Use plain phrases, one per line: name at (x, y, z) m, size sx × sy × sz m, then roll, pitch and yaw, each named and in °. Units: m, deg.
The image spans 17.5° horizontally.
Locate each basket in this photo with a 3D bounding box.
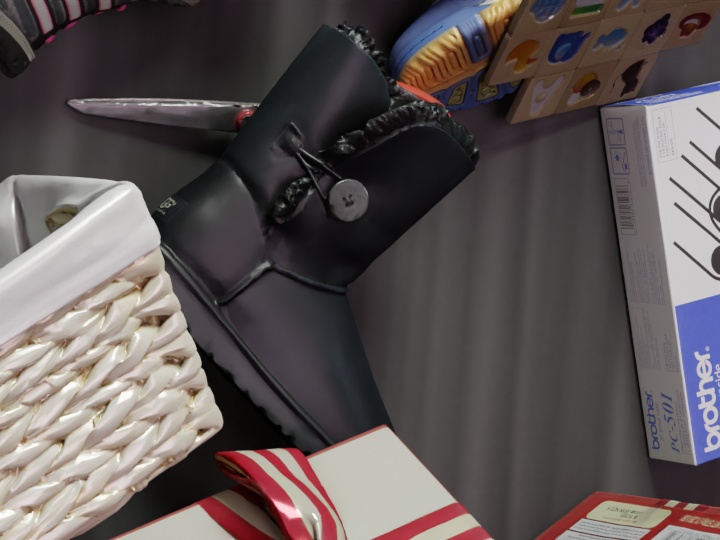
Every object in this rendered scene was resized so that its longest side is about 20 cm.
basket at (-0.174, 0.060, 1.006) m, size 0.200 × 0.135 × 0.124 m, roll -36°, pitch 112°, yaw -27°

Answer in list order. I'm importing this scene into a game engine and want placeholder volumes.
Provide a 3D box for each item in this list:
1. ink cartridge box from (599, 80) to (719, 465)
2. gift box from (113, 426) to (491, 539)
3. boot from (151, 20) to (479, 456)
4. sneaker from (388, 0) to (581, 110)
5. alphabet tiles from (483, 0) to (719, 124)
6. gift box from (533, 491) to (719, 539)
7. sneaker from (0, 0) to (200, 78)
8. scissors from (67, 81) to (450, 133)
ink cartridge box at (0.195, -0.001, 1.300) m, size 0.094 × 0.044 × 0.201 m, roll -13°, pitch 99°, yaw -31°
gift box at (-0.022, 0.198, 0.996) m, size 0.200 × 0.184 × 0.187 m, roll -24°, pitch 139°, yaw -34°
boot at (0.000, 0.000, 1.130) m, size 0.168 × 0.076 × 0.200 m, roll -43°, pitch 108°, yaw -5°
sneaker at (0.086, -0.163, 1.217) m, size 0.200 × 0.088 × 0.075 m, roll -36°, pitch 154°, yaw -10°
alphabet tiles at (0.147, -0.158, 1.199) m, size 0.166 × 0.006 × 0.200 m, roll -15°, pitch 144°, yaw -39°
gift box at (0.165, 0.232, 1.206) m, size 0.200 × 0.184 × 0.187 m, roll -31°, pitch 106°, yaw -22°
sneaker at (-0.149, -0.131, 1.055) m, size 0.200 × 0.074 × 0.088 m, roll -3°, pitch 126°, yaw -50°
scissors at (-0.044, -0.080, 1.147) m, size 0.199 × 0.014 × 0.073 m, roll 19°, pitch 108°, yaw -30°
